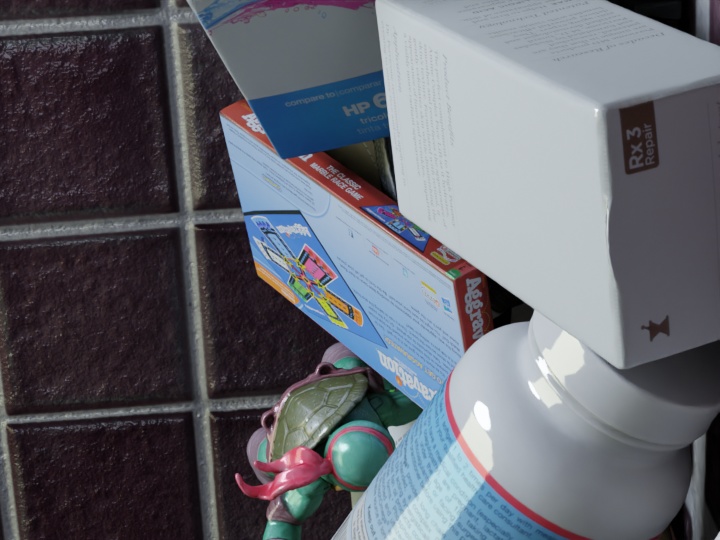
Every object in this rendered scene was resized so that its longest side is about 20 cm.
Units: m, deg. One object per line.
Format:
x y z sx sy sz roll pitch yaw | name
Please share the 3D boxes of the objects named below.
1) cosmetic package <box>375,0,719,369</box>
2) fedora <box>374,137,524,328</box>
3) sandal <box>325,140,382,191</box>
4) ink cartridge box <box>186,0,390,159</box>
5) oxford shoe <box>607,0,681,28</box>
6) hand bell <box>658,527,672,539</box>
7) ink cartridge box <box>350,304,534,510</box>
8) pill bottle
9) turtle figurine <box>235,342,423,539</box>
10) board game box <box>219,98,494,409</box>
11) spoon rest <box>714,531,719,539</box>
0.078 -0.047 0.818 0.200 0.074 0.102 -142 40 -59 | cosmetic package
0.075 -0.057 1.052 0.201 0.091 0.201 -12 -90 -70 | fedora
0.010 -0.045 1.111 0.070 0.078 0.212 -58 -34 -30 | sandal
-0.031 -0.169 0.930 0.200 0.085 0.145 58 -153 -49 | ink cartridge box
0.096 -0.189 0.898 0.084 0.073 0.200 -84 -7 -71 | oxford shoe
0.114 0.029 0.972 0.104 0.104 0.200 -99 19 -67 | hand bell
0.069 0.125 1.143 0.147 0.083 0.200 -43 36 34 | ink cartridge box
0.067 0.094 0.888 0.200 0.109 0.109 -57 25 33 | pill bottle
-0.002 0.093 1.075 0.101 0.150 0.200 60 175 -13 | turtle figurine
0.000 0.000 1.008 0.200 0.019 0.103 37 146 46 | board game box
0.142 0.165 0.721 0.099 0.061 0.200 93 -174 -61 | spoon rest
